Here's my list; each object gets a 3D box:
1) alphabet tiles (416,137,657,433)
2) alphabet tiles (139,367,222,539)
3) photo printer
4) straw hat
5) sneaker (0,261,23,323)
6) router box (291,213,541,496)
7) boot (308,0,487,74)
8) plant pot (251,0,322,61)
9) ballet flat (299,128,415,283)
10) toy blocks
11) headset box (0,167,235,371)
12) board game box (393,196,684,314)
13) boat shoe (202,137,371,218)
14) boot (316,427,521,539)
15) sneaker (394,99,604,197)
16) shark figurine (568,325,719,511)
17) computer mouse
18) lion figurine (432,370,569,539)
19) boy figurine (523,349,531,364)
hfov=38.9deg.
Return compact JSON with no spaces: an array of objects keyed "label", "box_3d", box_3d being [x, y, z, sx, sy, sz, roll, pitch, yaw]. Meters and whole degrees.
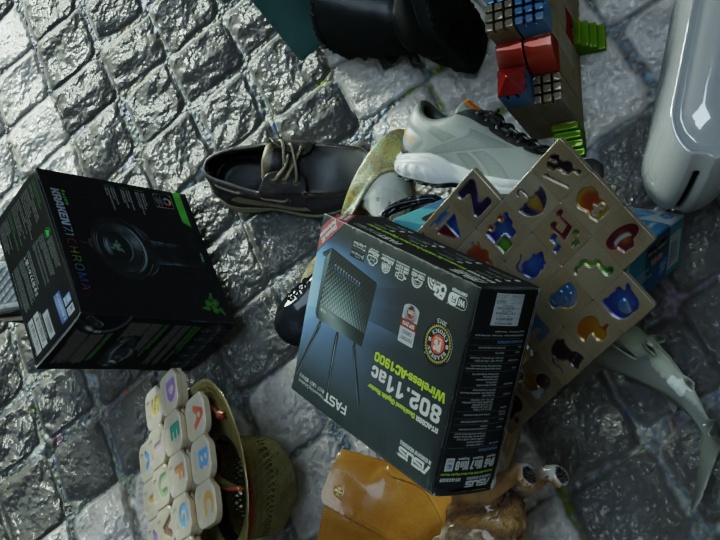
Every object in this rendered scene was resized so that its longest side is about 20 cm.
[{"label":"alphabet tiles","box_3d":[0.122,0.004,0.775,0.167,0.008,0.200,49,124,12]},{"label":"alphabet tiles","box_3d":[-0.180,0.203,0.981,0.195,0.014,0.202,-40,54,51]},{"label":"photo printer","box_3d":[0.274,-0.150,0.809,0.069,0.166,0.202,12,80,10]},{"label":"straw hat","box_3d":[-0.106,0.202,0.952,0.200,0.084,0.204,-5,84,59]},{"label":"sneaker","box_3d":[-0.343,0.018,1.154,0.197,0.079,0.079,-1,80,3]},{"label":"router box","box_3d":[0.032,0.054,0.762,0.199,0.062,0.152,27,111,51]},{"label":"boot","box_3d":[0.023,-0.251,0.961,0.161,0.198,0.074,16,80,24]},{"label":"plant pot","box_3d":[-0.036,-0.356,1.057,0.199,0.141,0.142,-34,62,8]},{"label":"ballet flat","box_3d":[0.008,-0.037,0.973,0.070,0.070,0.201,35,98,31]},{"label":"toy blocks","box_3d":[0.154,-0.215,0.907,0.099,0.136,0.203,-7,73,26]},{"label":"headset box","box_3d":[-0.241,0.005,1.031,0.093,0.199,0.175,-42,58,30]},{"label":"board game box","box_3d":[0.148,-0.024,0.845,0.198,0.151,0.048,11,110,30]},{"label":"boat shoe","box_3d":[-0.076,-0.095,1.035,0.198,0.073,0.075,-5,73,27]},{"label":"boot","box_3d":[0.044,0.185,0.883,0.143,0.071,0.203,26,97,21]},{"label":"sneaker","box_3d":[0.116,-0.105,0.886,0.198,0.074,0.080,14,102,34]},{"label":"shark figurine","box_3d":[0.212,0.087,0.840,0.214,0.128,0.090,40,122,14]},{"label":"computer mouse","box_3d":[0.000,0.000,0.929,0.200,0.034,0.059,-42,96,10]},{"label":"lion figurine","box_3d":[0.083,0.139,0.798,0.122,0.072,0.202,-38,61,42]},{"label":"boy figurine","box_3d":[0.060,0.092,0.892,0.198,0.065,0.124,-1,33,36]}]
